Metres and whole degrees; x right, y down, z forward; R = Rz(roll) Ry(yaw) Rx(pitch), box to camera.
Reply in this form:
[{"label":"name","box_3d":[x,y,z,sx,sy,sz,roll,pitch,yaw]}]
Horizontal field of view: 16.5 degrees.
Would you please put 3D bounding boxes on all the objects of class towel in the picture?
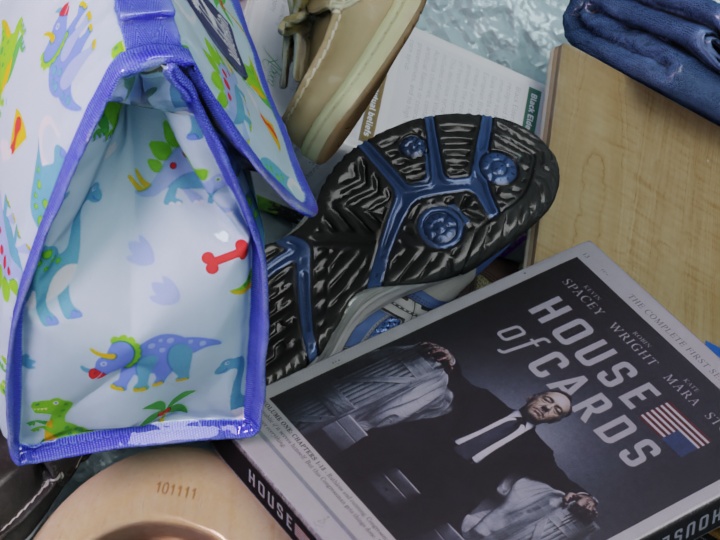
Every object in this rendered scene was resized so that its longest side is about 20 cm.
[{"label":"towel","box_3d":[0.198,-0.089,1.240,0.200,0.112,0.049,23,96,-38]}]

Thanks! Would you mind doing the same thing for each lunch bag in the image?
[{"label":"lunch bag","box_3d":[-0.094,-0.055,0.964,0.127,0.200,0.170,-8,44,-13]}]

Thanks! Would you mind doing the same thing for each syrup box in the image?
[{"label":"syrup box","box_3d":[0.018,-0.059,1.169,0.200,0.079,0.082,23,59,-18]}]

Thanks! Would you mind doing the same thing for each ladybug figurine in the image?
[{"label":"ladybug figurine","box_3d":[-0.083,0.172,1.001,0.136,0.072,0.200,10,66,8]}]

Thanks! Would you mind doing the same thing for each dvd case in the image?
[{"label":"dvd case","box_3d":[0.062,0.071,1.011,0.200,0.025,0.150,-24,50,-26]}]

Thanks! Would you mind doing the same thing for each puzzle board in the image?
[{"label":"puzzle board","box_3d":[0.135,0.010,1.149,0.151,0.017,0.200,25,59,-28]}]

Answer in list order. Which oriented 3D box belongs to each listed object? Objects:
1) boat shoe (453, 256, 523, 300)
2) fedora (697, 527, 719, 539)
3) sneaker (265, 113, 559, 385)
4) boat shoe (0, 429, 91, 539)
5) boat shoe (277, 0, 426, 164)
[{"label":"boat shoe","box_3d":[0.035,0.083,1.127,0.065,0.073,0.200,17,66,8]},{"label":"fedora","box_3d":[0.130,0.178,1.106,0.200,0.082,0.201,28,36,-23]},{"label":"sneaker","box_3d":[0.000,0.000,1.101,0.200,0.077,0.076,-32,71,-11]},{"label":"boat shoe","box_3d":[-0.134,0.052,1.034,0.069,0.057,0.200,40,46,-9]},{"label":"boat shoe","box_3d":[-0.005,-0.128,1.102,0.063,0.073,0.200,27,46,-8]}]
